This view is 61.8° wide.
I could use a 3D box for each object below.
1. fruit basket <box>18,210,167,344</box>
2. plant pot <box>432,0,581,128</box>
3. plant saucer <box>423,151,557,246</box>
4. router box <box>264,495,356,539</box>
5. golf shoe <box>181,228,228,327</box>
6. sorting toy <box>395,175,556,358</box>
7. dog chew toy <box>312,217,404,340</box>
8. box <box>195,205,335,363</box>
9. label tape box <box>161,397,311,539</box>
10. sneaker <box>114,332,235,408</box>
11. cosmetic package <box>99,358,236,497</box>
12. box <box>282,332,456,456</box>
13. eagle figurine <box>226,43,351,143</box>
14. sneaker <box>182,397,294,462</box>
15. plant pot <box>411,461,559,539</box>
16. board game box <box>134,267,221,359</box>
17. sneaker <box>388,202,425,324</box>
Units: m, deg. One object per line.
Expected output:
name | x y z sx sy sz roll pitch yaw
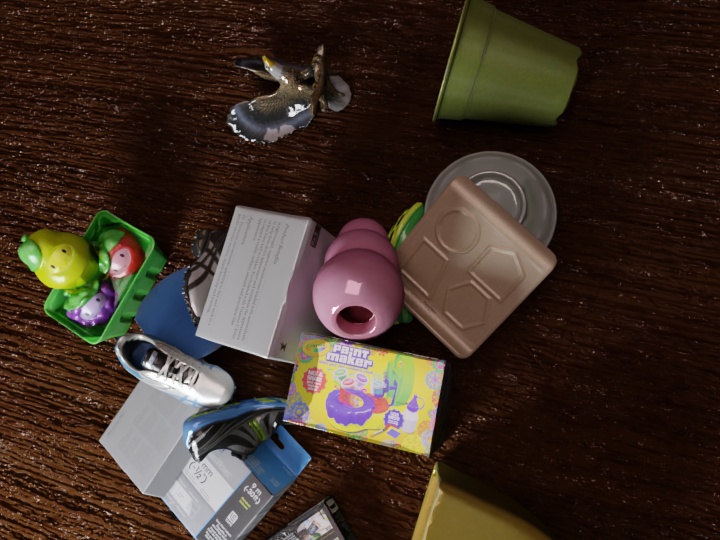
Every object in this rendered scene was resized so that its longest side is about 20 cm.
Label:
fruit basket | -0.450 0.001 1.000 0.155 0.216 0.217 27 85 17
plant pot | 0.228 -0.306 0.928 0.188 0.200 0.202 15 82 4
plant saucer | 0.191 -0.090 0.894 0.198 0.050 0.202 -2 78 11
router box | -0.091 0.458 0.892 0.199 0.051 0.150 -34 74 4
golf shoe | -0.233 0.007 0.985 0.093 0.078 0.202 -6 53 4
sorting toy | 0.148 -0.004 0.866 0.185 0.036 0.200 43 109 10
dog chew toy | 0.000 0.000 0.839 0.123 0.125 0.201 -9 39 11
box | -0.116 0.032 0.910 0.130 0.200 0.201 13 81 23
label tape box | -0.196 0.321 0.940 0.143 0.066 0.200 41 91 18
sneaker | -0.280 0.150 0.896 0.198 0.073 0.072 20 77 14
cosmetic package | -0.310 0.230 0.962 0.150 0.052 0.201 27 80 36
box | 0.023 0.172 0.854 0.198 0.193 0.123 9 80 15
eagle figurine | -0.131 -0.321 1.051 0.199 0.152 0.152 -6 30 41
sneaker | -0.169 0.242 0.917 0.198 0.071 0.084 -7 89 -28
plant pot | 0.164 0.388 0.780 0.198 0.196 0.196 18 82 10
board game box | -0.281 0.079 1.013 0.158 0.039 0.200 -37 53 -18
sneaker | 0.073 -0.009 0.956 0.083 0.074 0.202 18 79 -9
